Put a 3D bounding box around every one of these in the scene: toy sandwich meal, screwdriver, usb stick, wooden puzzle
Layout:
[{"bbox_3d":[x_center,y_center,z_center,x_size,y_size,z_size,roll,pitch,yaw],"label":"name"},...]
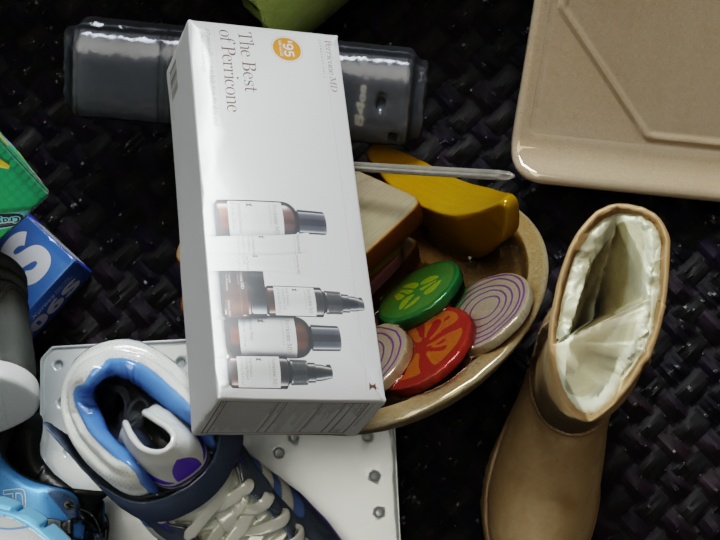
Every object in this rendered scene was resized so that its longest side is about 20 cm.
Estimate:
[{"bbox_3d":[0.000,0.000,0.767,0.204,0.071,0.206,-15,38,12],"label":"toy sandwich meal"},{"bbox_3d":[-0.009,-0.051,0.761,0.199,0.028,0.029,12,77,34],"label":"screwdriver"},{"bbox_3d":[-0.063,-0.102,0.792,0.198,0.033,0.056,5,103,-1],"label":"usb stick"},{"bbox_3d":[0.184,-0.142,0.804,0.183,0.037,0.202,5,105,-7],"label":"wooden puzzle"}]

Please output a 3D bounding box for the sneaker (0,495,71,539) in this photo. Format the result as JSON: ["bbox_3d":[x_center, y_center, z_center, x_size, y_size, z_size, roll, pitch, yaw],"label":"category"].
[{"bbox_3d":[-0.213,0.126,0.675,0.199,0.087,0.075,36,103,5],"label":"sneaker"}]

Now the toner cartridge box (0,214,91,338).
[{"bbox_3d":[-0.256,0.042,0.825,0.095,0.043,0.200,40,84,10],"label":"toner cartridge box"}]

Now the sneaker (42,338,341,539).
[{"bbox_3d":[-0.076,0.119,0.722,0.080,0.147,0.200,-40,79,-5],"label":"sneaker"}]

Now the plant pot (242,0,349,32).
[{"bbox_3d":[-0.021,-0.233,0.808,0.200,0.200,0.190,42,96,9],"label":"plant pot"}]

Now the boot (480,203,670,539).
[{"bbox_3d":[0.102,0.073,0.722,0.066,0.200,0.177,9,80,5],"label":"boot"}]

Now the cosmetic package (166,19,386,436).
[{"bbox_3d":[-0.043,-0.023,0.700,0.082,0.051,0.202,3,62,-22],"label":"cosmetic package"}]

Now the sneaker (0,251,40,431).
[{"bbox_3d":[-0.254,0.047,0.775,0.199,0.071,0.100,-16,52,17],"label":"sneaker"}]

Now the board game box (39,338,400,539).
[{"bbox_3d":[-0.077,0.139,0.807,0.198,0.026,0.202,-3,79,3],"label":"board game box"}]

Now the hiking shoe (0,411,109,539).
[{"bbox_3d":[-0.159,0.155,0.754,0.087,0.074,0.200,-43,75,3],"label":"hiking shoe"}]

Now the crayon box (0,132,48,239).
[{"bbox_3d":[-0.250,-0.051,0.773,0.119,0.200,0.058,-42,124,-5],"label":"crayon box"}]
